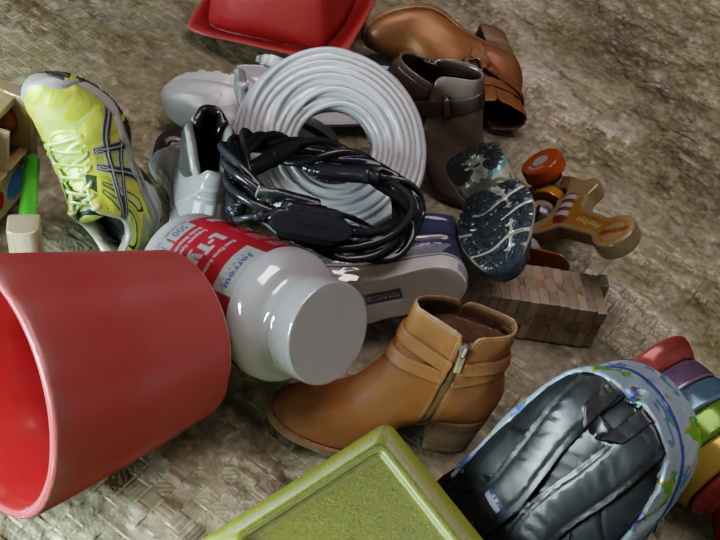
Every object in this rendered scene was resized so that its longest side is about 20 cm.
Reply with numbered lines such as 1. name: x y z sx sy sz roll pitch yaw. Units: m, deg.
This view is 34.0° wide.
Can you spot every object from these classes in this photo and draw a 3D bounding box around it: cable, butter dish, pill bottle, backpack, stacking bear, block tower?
1. cable: -0.034 -0.070 1.068 0.198 0.051 0.164 7 32 -22
2. cable: -0.029 -0.123 1.171 0.197 0.069 0.203 0 84 -10
3. butter dish: -0.087 -0.358 1.389 0.197 0.149 0.201 13 43 10
4. pill bottle: -0.091 0.026 0.988 0.112 0.113 0.199 -26 31 -36
5. backpack: 0.175 0.160 0.929 0.153 0.201 0.163 -10 48 -38
6. stacking bear: 0.307 0.168 1.036 0.121 0.114 0.201 -18 58 -31
7. block tower: 0.147 0.029 1.158 0.198 0.054 0.058 7 45 -11

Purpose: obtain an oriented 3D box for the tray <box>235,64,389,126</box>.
1. tray: -0.038 -0.194 1.344 0.198 0.022 0.108 -3 47 -21

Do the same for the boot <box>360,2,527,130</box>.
1. boot: 0.102 -0.235 1.405 0.198 0.077 0.156 10 47 -19

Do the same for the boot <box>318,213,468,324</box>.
1. boot: 0.000 0.000 1.106 0.197 0.073 0.091 -6 40 3

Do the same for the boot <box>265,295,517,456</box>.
1. boot: 0.027 0.083 0.990 0.198 0.156 0.074 3 45 -15

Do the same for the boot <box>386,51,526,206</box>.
1. boot: 0.105 -0.150 1.255 0.198 0.147 0.071 13 41 -5

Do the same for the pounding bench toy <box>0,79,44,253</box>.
1. pounding bench toy: -0.344 -0.087 1.063 0.198 0.125 0.157 22 43 4

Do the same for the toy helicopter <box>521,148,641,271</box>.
1. toy helicopter: 0.205 -0.045 1.194 0.132 0.079 0.200 -39 26 -12

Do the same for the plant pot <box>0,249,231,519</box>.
1. plant pot: -0.211 0.069 0.915 0.176 0.202 0.201 -15 52 -40

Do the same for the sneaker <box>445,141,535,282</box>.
1. sneaker: 0.140 -0.046 1.138 0.077 0.087 0.201 -24 32 14

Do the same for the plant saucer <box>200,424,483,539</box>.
1. plant saucer: 0.000 0.225 0.882 0.199 0.048 0.200 -29 60 -21

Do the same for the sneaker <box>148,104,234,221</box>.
1. sneaker: -0.155 -0.118 1.142 0.074 0.116 0.201 1 33 -22

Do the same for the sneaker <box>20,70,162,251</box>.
1. sneaker: -0.239 -0.090 1.056 0.075 0.201 0.077 -12 41 21

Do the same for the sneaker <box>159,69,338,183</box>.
1. sneaker: -0.122 -0.142 1.228 0.198 0.077 0.081 21 51 1
